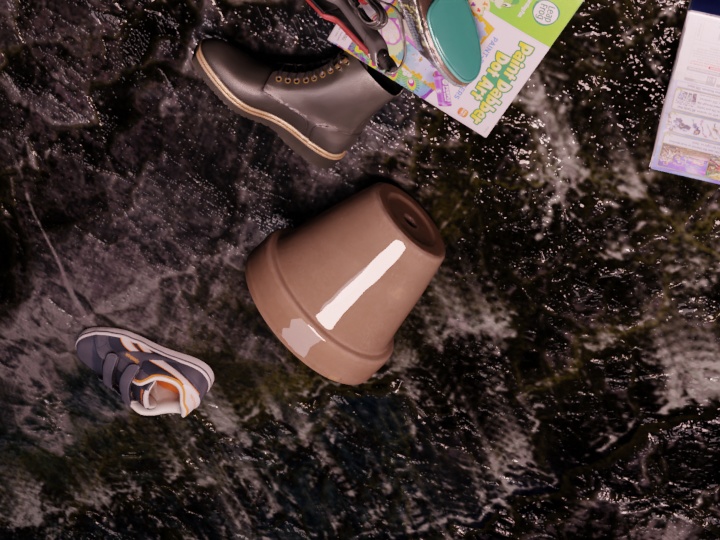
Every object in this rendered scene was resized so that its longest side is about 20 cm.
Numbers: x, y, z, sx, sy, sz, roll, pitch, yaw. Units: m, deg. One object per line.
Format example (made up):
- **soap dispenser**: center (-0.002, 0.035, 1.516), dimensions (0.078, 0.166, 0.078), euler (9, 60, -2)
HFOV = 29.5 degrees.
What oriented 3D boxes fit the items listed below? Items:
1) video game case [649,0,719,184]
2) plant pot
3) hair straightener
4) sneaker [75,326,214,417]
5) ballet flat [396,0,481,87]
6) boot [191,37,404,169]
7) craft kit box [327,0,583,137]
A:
- **video game case**: center (0.395, -0.159, 1.311), dimensions (0.198, 0.046, 0.182), euler (15, 131, 11)
- **plant pot**: center (0.000, 0.000, 1.532), dimensions (0.200, 0.201, 0.174), euler (42, 114, -15)
- **hair straightener**: center (-0.013, -0.262, 1.321), dimensions (0.201, 0.041, 0.077), euler (56, 150, 31)
- **sneaker**: center (-0.302, 0.137, 1.830), dimensions (0.198, 0.080, 0.079), euler (15, 133, 13)
- **ballet flat**: center (0.056, -0.266, 1.303), dimensions (0.074, 0.074, 0.201), euler (-8, 123, 28)
- **boot**: center (-0.064, -0.213, 1.448), dimensions (0.199, 0.078, 0.138), euler (32, 130, -23)
- **craft kit box**: center (0.094, -0.258, 1.357), dimensions (0.196, 0.049, 0.200), euler (29, 133, -6)
